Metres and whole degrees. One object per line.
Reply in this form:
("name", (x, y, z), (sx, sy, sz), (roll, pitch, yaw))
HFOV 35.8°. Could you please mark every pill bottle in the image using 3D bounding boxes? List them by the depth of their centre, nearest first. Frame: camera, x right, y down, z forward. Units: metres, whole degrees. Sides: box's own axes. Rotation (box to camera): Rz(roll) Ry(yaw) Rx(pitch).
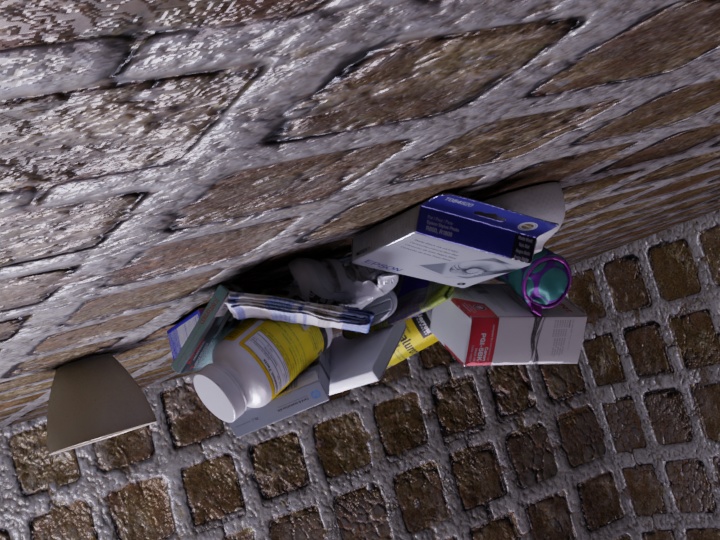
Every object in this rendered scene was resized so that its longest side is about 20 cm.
("pill bottle", (-0.141, 0.122, 1.605), (0.200, 0.113, 0.112), (-41, -172, -32))
("pill bottle", (0.082, 0.075, 1.816), (0.198, 0.112, 0.111), (-30, 172, 10))

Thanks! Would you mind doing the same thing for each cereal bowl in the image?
("cereal bowl", (0.203, -0.055, 1.592), (0.197, 0.085, 0.200), (-16, 174, -2))

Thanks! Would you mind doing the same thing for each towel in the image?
("towel", (-0.081, 0.061, 1.506), (0.196, 0.024, 0.147), (8, 170, -1))
("towel", (0.065, 0.038, 1.734), (0.198, 0.023, 0.144), (-21, -157, 30))

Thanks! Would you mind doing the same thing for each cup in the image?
("cup", (-0.481, 0.234, 2.018), (0.197, 0.146, 0.200), (-16, 174, -2))

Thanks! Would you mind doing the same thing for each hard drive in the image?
("hard drive", (-0.031, 0.143, 1.722), (0.198, 0.027, 0.132), (-21, -155, 35))

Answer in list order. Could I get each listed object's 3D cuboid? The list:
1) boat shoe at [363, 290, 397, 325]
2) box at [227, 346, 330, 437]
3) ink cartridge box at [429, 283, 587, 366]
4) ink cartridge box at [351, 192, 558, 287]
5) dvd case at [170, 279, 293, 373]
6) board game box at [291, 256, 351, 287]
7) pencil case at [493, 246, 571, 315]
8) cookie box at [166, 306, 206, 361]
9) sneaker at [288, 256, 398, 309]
("boat shoe", (-0.030, 0.052, 1.709), (0.197, 0.073, 0.062), (-10, -167, 26))
("box", (-0.122, 0.160, 1.704), (0.154, 0.042, 0.201), (-23, -156, 9))
("ink cartridge box", (0.225, 0.081, 1.713), (0.197, 0.084, 0.147), (1, -161, -19))
("ink cartridge box", (0.121, -0.033, 1.437), (0.197, 0.041, 0.199), (12, 158, -31))
("dvd case", (-0.184, 0.079, 1.633), (0.147, 0.022, 0.199), (-57, 163, 15))
("board game box", (0.000, 0.000, 1.749), (0.197, 0.035, 0.135), (-15, 173, -28))
("pencil case", (0.236, -0.008, 1.709), (0.084, 0.093, 0.200), (27, -176, -29))
("cookie box", (-0.210, 0.096, 1.839), (0.169, 0.076, 0.200), (-15, 174, -27))
("sneaker", (-0.019, 0.002, 1.549), (0.114, 0.076, 0.200), (-34, 155, 10))
